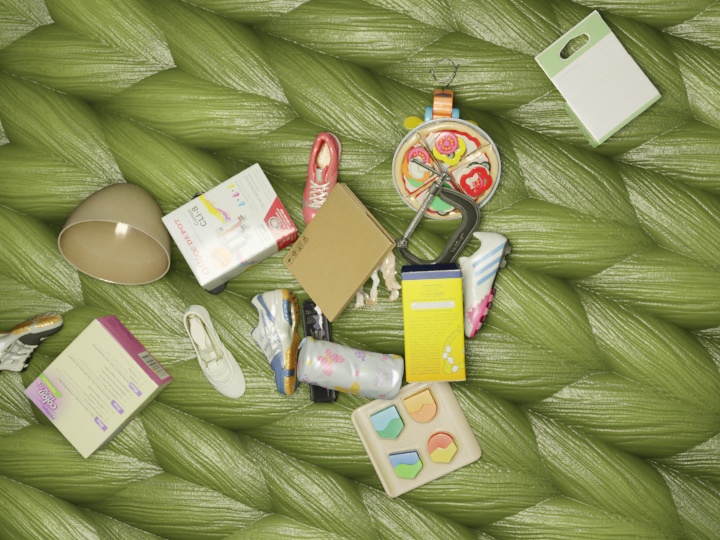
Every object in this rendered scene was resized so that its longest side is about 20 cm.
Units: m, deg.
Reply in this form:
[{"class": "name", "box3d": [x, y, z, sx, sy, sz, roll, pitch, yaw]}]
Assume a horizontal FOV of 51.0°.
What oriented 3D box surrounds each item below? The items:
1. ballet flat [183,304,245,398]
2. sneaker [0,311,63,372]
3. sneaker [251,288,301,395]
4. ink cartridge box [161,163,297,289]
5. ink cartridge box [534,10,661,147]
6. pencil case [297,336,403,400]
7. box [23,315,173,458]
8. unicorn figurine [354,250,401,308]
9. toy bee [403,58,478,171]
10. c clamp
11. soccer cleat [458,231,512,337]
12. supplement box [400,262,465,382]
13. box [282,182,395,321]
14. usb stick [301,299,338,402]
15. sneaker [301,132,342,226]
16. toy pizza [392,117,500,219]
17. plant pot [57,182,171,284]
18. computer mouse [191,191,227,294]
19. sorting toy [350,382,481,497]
[{"class": "ballet flat", "box3d": [-0.288, 0.160, 1.448, 0.069, 0.069, 0.201, -27, 89, 4]}, {"class": "sneaker", "box3d": [-0.661, 0.150, 1.481, 0.199, 0.076, 0.088, -23, 105, 7]}, {"class": "sneaker", "box3d": [-0.162, 0.138, 1.443, 0.088, 0.075, 0.201, -6, 84, 16]}, {"class": "ink cartridge box", "box3d": [-0.236, -0.074, 1.384, 0.199, 0.145, 0.146, -31, 89, -7]}, {"class": "ink cartridge box", "box3d": [0.434, -0.351, 1.396, 0.145, 0.048, 0.200, -37, 88, 4]}, {"class": "pencil case", "box3d": [-0.018, 0.180, 1.399, 0.199, 0.083, 0.091, 12, 62, -12]}, {"class": "box", "box3d": [-0.498, 0.220, 1.449, 0.200, 0.097, 0.176, -45, 88, 3]}, {"class": "unicorn figurine", "box3d": [0.000, 0.000, 1.408, 0.199, 0.074, 0.138, -14, 87, 37]}, {"class": "toy bee", "box3d": [0.159, -0.291, 1.402, 0.130, 0.109, 0.201, 24, 117, -5]}, {"class": "c clamp", "box3d": [0.128, -0.091, 1.400, 0.170, 0.027, 0.201, 21, 114, -10]}, {"class": "soccer cleat", "box3d": [0.215, 0.022, 1.413, 0.086, 0.070, 0.201, 20, 87, 12]}, {"class": "supplement box", "box3d": [0.133, 0.093, 1.385, 0.109, 0.109, 0.201, -3, 98, 4]}, {"class": "box", "box3d": [-0.044, -0.032, 1.377, 0.164, 0.021, 0.200, 50, 117, 23]}, {"class": "usb stick", "box3d": [-0.079, 0.155, 1.449, 0.055, 0.033, 0.201, -6, 91, 11]}, {"class": "sneaker", "box3d": [-0.079, -0.163, 1.417, 0.073, 0.087, 0.202, 4, 91, 5]}, {"class": "toy pizza", "box3d": [0.157, -0.180, 1.382, 0.199, 0.032, 0.201, 3, 121, 4]}, {"class": "plant pot", "box3d": [-0.445, -0.083, 1.411, 0.199, 0.201, 0.135, -1, 55, 4]}, {"class": "computer mouse", "box3d": [-0.297, -0.053, 1.461, 0.058, 0.034, 0.201, -12, 90, 5]}, {"class": "sorting toy", "box3d": [0.105, 0.313, 1.436, 0.199, 0.036, 0.186, -26, 89, 4]}]
